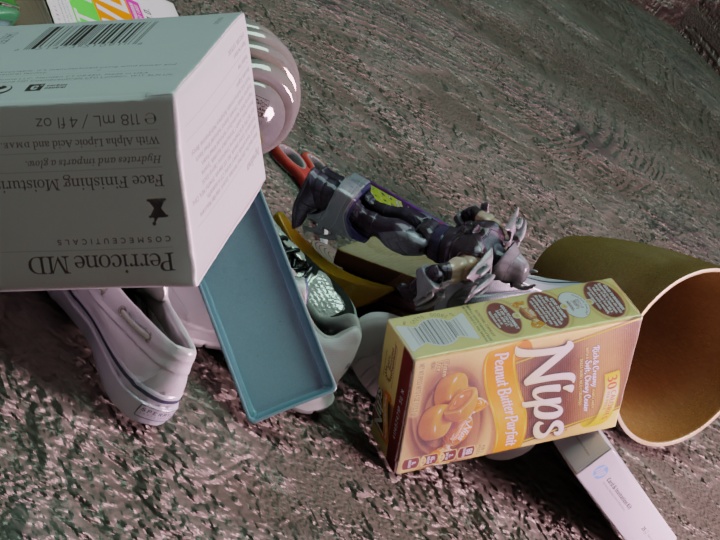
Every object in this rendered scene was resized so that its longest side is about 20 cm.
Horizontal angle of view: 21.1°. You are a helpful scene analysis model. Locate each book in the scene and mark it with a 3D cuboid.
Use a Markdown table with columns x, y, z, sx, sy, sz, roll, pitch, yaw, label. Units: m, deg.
| x | y | z | sx | sy | sz | roll | pitch | yaw | label |
| --- | --- | --- | --- | --- | --- | --- | --- | --- | --- |
| -0.209 | -0.189 | 1.613 | 0.199 | 0.048 | 0.134 | 16 | 42 | -55 | book |

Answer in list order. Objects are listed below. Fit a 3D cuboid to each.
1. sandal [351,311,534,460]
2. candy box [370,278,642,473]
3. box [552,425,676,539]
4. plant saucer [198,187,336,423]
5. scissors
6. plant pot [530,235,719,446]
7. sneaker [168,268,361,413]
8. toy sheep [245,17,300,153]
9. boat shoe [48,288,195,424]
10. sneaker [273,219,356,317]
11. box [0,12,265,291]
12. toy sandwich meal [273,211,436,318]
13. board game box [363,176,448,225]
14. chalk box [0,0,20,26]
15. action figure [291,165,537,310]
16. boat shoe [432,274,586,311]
| x | y | z | sx | sy | sz | roll | pitch | yaw | label |
| --- | --- | --- | --- | --- | --- | --- | --- | --- | --- |
| 0.063 | 0.089 | 1.571 | 0.202 | 0.082 | 0.050 | 40 | 35 | -30 | sandal |
| 0.112 | 0.081 | 1.495 | 0.198 | 0.116 | 0.055 | -9 | 40 | -22 | candy box |
| 0.182 | 0.136 | 1.654 | 0.156 | 0.041 | 0.201 | 51 | 6 | -43 | box |
| -0.085 | 0.006 | 1.404 | 0.019 | 0.069 | 0.202 | 132 | -63 | -79 | plant saucer |
| -0.036 | -0.067 | 1.859 | 0.073 | 0.014 | 0.200 | 27 | 20 | -33 | scissors |
| 0.262 | 0.044 | 1.918 | 0.185 | 0.188 | 0.200 | 20 | 12 | -40 | plant pot |
| -0.088 | 0.023 | 1.447 | 0.199 | 0.087 | 0.075 | 30 | 21 | -16 | sneaker |
| -0.116 | -0.158 | 1.749 | 0.137 | 0.138 | 0.201 | 24 | 23 | -33 | toy sheep |
| -0.160 | 0.019 | 1.334 | 0.073 | 0.067 | 0.200 | 17 | 27 | -44 | boat shoe |
| -0.087 | -0.015 | 1.502 | 0.199 | 0.088 | 0.076 | 33 | 54 | 12 | sneaker |
| -0.183 | -0.081 | 1.290 | 0.197 | 0.132 | 0.200 | -2 | 22 | 11 | box |
| 0.000 | 0.000 | 1.624 | 0.204 | 0.071 | 0.205 | 23 | 14 | -6 | toy sandwich meal |
| 0.053 | -0.013 | 1.873 | 0.119 | 0.032 | 0.201 | 25 | 23 | -22 | board game box |
| -0.345 | -0.183 | 1.414 | 0.200 | 0.125 | 0.124 | 47 | 22 | 24 | chalk box |
| 0.049 | -0.026 | 1.525 | 0.198 | 0.070 | 0.130 | 22 | 27 | 15 | action figure |
| 0.128 | 0.039 | 1.596 | 0.199 | 0.074 | 0.067 | 6 | 2 | -37 | boat shoe |
